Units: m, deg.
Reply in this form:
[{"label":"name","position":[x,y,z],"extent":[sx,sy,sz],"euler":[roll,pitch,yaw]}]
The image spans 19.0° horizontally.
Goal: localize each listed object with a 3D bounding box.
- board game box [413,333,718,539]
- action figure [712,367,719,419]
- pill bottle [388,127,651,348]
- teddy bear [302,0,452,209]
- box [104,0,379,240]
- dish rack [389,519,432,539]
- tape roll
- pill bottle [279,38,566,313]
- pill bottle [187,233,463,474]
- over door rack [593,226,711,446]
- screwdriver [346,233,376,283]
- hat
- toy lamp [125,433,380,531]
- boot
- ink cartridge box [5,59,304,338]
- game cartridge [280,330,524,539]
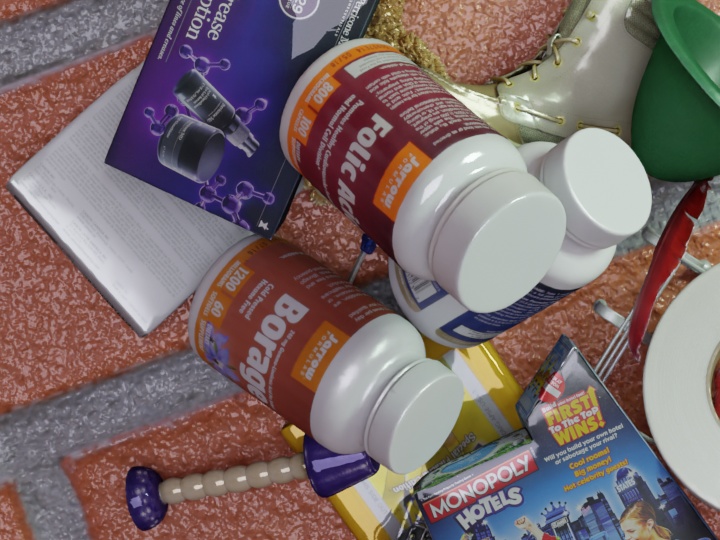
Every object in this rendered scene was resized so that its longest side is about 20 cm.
[{"label":"board game box","position":[0.145,0.161,1.591],"extent":[0.199,0.062,0.201],"euler":[-23,98,-1]},{"label":"action figure","position":[0.332,0.068,1.614],"extent":[0.199,0.052,0.066],"euler":[-30,101,2]},{"label":"pill bottle","position":[0.118,-0.026,1.575],"extent":[0.111,0.111,0.200],"euler":[53,138,-4]},{"label":"teddy bear","position":[-0.001,-0.145,1.646],"extent":[0.144,0.067,0.201],"euler":[-20,102,8]},{"label":"box","position":[-0.084,-0.146,1.581],"extent":[0.140,0.079,0.201],"euler":[23,107,-3]},{"label":"dish rack","position":[0.094,0.275,1.666],"extent":[0.198,0.055,0.155],"euler":[19,102,-9]},{"label":"tape roll","position":[0.306,0.085,1.569],"extent":[0.201,0.037,0.205],"euler":[-2,79,11]},{"label":"pill bottle","position":[0.043,-0.065,1.485],"extent":[0.114,0.114,0.200],"euler":[-52,53,6]},{"label":"pill bottle","position":[-0.024,0.064,1.599],"extent":[0.199,0.112,0.113],"euler":[32,97,29]},{"label":"over door rack","position":[0.257,0.075,1.661],"extent":[0.199,0.067,0.148],"euler":[31,96,-16]},{"label":"screwdriver","position":[0.000,0.000,1.650],"extent":[0.029,0.028,0.201],"euler":[30,115,20]},{"label":"hat","position":[0.218,-0.084,1.596],"extent":[0.166,0.200,0.176],"euler":[42,115,-6]},{"label":"toy lamp","position":[-0.082,0.157,1.657],"extent":[0.198,0.058,0.059],"euler":[-13,96,15]},{"label":"boot","position":[0.138,-0.157,1.615],"extent":[0.199,0.072,0.156],"euler":[21,95,-22]},{"label":"ink cartridge box","position":[-0.149,-0.073,1.671],"extent":[0.200,0.047,0.160],"euler":[-43,94,-12]},{"label":"game cartridge","position":[0.064,0.155,1.686],"extent":[0.176,0.032,0.201],"euler":[-35,93,5]}]
